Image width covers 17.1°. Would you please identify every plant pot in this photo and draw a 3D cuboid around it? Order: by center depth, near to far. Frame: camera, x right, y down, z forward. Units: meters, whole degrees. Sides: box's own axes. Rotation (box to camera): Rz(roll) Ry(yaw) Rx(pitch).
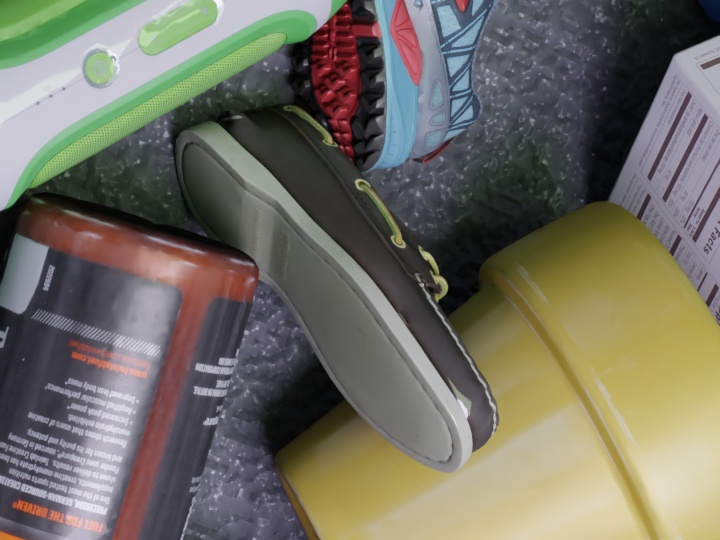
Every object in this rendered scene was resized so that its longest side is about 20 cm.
[{"bbox_3d":[0.073,0.098,1.073,0.189,0.201,0.201,-28,112,-7],"label":"plant pot"}]

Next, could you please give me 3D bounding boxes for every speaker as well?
[{"bbox_3d":[-0.103,-0.098,0.990,0.200,0.088,0.089,-32,113,-21],"label":"speaker"}]

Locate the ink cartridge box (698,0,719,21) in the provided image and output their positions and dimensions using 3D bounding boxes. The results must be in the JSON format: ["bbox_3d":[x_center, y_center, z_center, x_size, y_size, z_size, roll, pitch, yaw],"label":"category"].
[{"bbox_3d":[0.187,-0.237,1.132,0.145,0.084,0.200,-45,117,-15],"label":"ink cartridge box"}]

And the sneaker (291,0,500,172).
[{"bbox_3d":[0.022,-0.147,1.071,0.095,0.079,0.201,-9,111,-41],"label":"sneaker"}]

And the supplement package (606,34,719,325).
[{"bbox_3d":[0.234,-0.049,1.135,0.200,0.111,0.156,-23,154,-24],"label":"supplement package"}]

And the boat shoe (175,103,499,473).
[{"bbox_3d":[0.000,0.000,1.015,0.060,0.201,0.072,-24,148,-29],"label":"boat shoe"}]

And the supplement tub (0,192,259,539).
[{"bbox_3d":[-0.118,0.075,0.999,0.107,0.107,0.200,16,91,-31],"label":"supplement tub"}]
